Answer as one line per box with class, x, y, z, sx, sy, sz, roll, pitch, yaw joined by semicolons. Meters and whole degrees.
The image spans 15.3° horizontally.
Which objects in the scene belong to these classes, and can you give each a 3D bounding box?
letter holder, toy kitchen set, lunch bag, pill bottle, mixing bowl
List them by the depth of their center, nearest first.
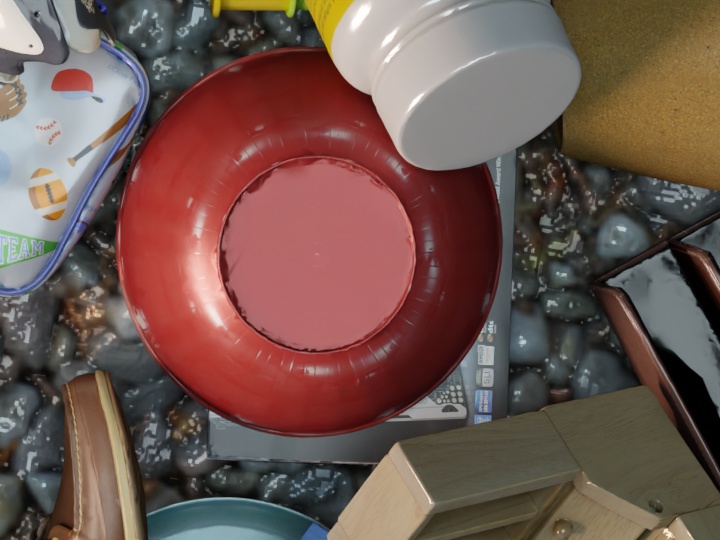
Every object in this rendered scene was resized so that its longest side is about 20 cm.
pill bottle;0.023;-0.155;1.286;0.114;0.114;0.200;-23;64;-2
mixing bowl;-0.022;-0.011;1.317;0.200;0.108;0.201;0;94;-4
toy kitchen set;0.097;0.195;1.326;0.180;0.163;0.200;-9;56;-40
lunch bag;-0.207;-0.086;1.368;0.200;0.076;0.160;29;89;-4
letter holder;0.216;0.074;1.370;0.100;0.142;0.200;-29;95;-2

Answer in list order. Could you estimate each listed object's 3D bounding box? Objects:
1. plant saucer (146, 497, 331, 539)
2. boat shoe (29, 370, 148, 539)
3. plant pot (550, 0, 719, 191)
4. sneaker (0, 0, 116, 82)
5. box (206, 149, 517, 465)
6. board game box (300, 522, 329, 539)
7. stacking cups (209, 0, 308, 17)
plant saucer;-0.073;0.218;1.418;0.200;0.027;0.201;0;93;-4
boat shoe;-0.140;0.152;1.360;0.067;0.072;0.200;-5;96;-5
plant pot;0.194;-0.113;1.338;0.200;0.186;0.187;-6;94;-1
sneaker;-0.154;-0.165;1.273;0.129;0.080;0.199;33;120;-16
box;0.000;0.000;1.397;0.157;0.050;0.200;2;94;-3
board game box;-0.026;0.254;1.365;0.152;0.045;0.200;41;82;-27
stacking cups;0.022;-0.162;1.387;0.200;0.061;0.061;-2;94;-7
